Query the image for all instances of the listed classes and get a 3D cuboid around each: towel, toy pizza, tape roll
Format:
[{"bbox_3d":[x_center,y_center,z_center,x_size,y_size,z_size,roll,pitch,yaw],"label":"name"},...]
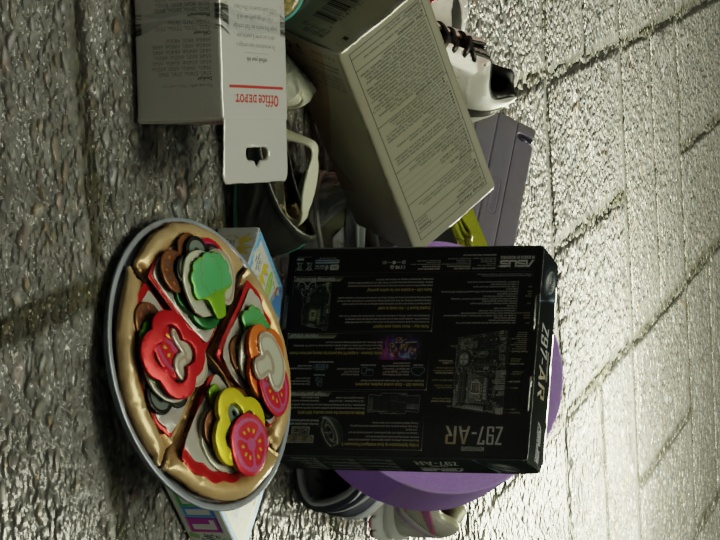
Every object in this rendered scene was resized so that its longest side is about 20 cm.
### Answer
[{"bbox_3d":[0.075,-0.078,1.809,0.086,0.018,0.201,47,19,-49],"label":"towel"},{"bbox_3d":[-0.099,0.061,1.475,0.200,0.032,0.201,29,53,-50],"label":"toy pizza"},{"bbox_3d":[0.053,0.082,1.705,0.066,0.199,0.201,133,-33,-65],"label":"tape roll"}]

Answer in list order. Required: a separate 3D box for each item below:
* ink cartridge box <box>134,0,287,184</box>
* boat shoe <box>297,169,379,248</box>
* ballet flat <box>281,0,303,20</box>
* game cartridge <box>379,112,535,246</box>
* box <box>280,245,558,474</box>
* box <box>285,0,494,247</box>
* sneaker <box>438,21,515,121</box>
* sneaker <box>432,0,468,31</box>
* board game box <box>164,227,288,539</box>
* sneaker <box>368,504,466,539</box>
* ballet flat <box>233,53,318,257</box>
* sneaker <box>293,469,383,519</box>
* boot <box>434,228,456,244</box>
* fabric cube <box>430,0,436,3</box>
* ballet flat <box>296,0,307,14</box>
[{"bbox_3d":[-0.101,-0.159,1.501,0.116,0.067,0.201,-8,97,-69],"label":"ink cartridge box"},{"bbox_3d":[0.000,-0.002,1.800,0.075,0.064,0.203,-71,153,-43],"label":"boat shoe"},{"bbox_3d":[-0.067,-0.265,1.602,0.071,0.070,0.201,69,20,-45],"label":"ballet flat"},{"bbox_3d":[0.083,-0.074,1.969,0.038,0.129,0.201,125,-16,-49],"label":"game cartridge"},{"bbox_3d":[0.038,0.064,1.599,0.044,0.199,0.161,43,49,-63],"label":"box"},{"bbox_3d":[0.021,-0.121,1.650,0.095,0.078,0.201,-40,132,-22],"label":"box"},{"bbox_3d":[0.064,-0.192,1.897,0.200,0.080,0.074,36,42,-49],"label":"sneaker"},{"bbox_3d":[0.036,-0.260,1.924,0.080,0.073,0.200,-60,141,-35],"label":"sneaker"},{"bbox_3d":[-0.093,0.087,1.575,0.135,0.034,0.201,71,26,-44],"label":"board game box"},{"bbox_3d":[0.057,0.146,1.904,0.081,0.088,0.201,-55,147,-59],"label":"sneaker"},{"bbox_3d":[-0.064,-0.108,1.609,0.068,0.068,0.201,-47,133,-61],"label":"ballet flat"},{"bbox_3d":[0.018,0.112,1.753,0.201,0.070,0.108,-60,157,7],"label":"sneaker"},{"bbox_3d":[0.051,-0.044,1.863,0.201,0.073,0.096,68,7,27],"label":"boot"},{"bbox_3d":[0.086,-0.358,1.723,0.200,0.199,0.196,58,19,-24],"label":"fabric cube"},{"bbox_3d":[-0.035,-0.190,1.704,0.200,0.063,0.069,7,82,-71],"label":"ballet flat"}]
